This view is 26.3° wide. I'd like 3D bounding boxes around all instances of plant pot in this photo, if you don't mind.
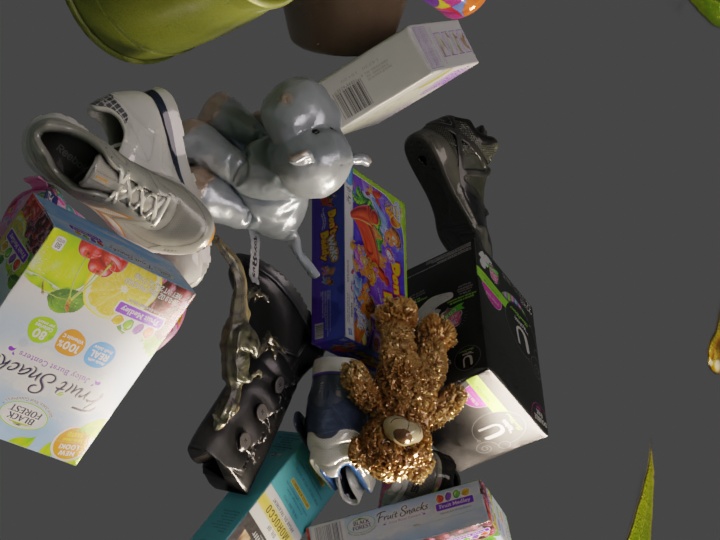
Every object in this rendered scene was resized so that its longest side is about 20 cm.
[{"bbox_3d":[-0.152,-0.304,1.465,0.199,0.192,0.203,-2,92,-48],"label":"plant pot"},{"bbox_3d":[-0.014,-0.328,1.645,0.199,0.199,0.176,-24,125,-45],"label":"plant pot"}]

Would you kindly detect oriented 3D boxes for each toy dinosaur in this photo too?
[{"bbox_3d":[-0.116,0.058,1.534,0.088,0.047,0.202,-24,117,-60],"label":"toy dinosaur"}]

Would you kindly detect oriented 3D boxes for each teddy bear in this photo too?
[{"bbox_3d":[0.049,0.120,1.610,0.145,0.067,0.201,45,52,-18],"label":"teddy bear"}]

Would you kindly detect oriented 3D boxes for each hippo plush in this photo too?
[{"bbox_3d":[-0.090,-0.104,1.529,0.158,0.160,0.202,-6,76,-35],"label":"hippo plush"}]

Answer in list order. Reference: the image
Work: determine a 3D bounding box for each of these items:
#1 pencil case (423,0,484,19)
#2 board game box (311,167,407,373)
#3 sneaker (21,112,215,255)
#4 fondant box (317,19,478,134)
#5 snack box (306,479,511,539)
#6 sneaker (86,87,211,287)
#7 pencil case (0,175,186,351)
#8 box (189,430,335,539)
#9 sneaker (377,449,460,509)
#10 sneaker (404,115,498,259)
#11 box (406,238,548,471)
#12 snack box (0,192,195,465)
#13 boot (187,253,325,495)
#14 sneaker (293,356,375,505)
[{"bbox_3d":[0.071,-0.372,1.798,0.199,0.088,0.089,31,68,-46],"label":"pencil case"},{"bbox_3d":[0.000,0.000,1.701,0.134,0.044,0.202,30,53,-53],"label":"board game box"},{"bbox_3d":[-0.223,-0.073,1.407,0.199,0.092,0.076,29,89,-10],"label":"sneaker"},{"bbox_3d":[0.034,-0.207,1.658,0.059,0.143,0.200,60,21,-1],"label":"fondant box"},{"bbox_3d":[0.056,0.295,1.680,0.142,0.198,0.053,55,21,-61],"label":"snack box"},{"bbox_3d":[-0.205,-0.076,1.489,0.080,0.076,0.202,-14,82,-40],"label":"sneaker"},{"bbox_3d":[-0.251,-0.002,1.440,0.200,0.087,0.088,44,60,-38],"label":"pencil case"},{"bbox_3d":[-0.108,0.268,1.630,0.200,0.049,0.083,-51,126,-35],"label":"box"},{"bbox_3d":[0.067,0.245,1.737,0.200,0.086,0.075,97,4,-70],"label":"sneaker"},{"bbox_3d":[0.134,-0.100,1.876,0.114,0.076,0.201,-37,112,-34],"label":"sneaker"},{"bbox_3d":[0.123,0.098,1.775,0.149,0.123,0.201,47,29,-37],"label":"box"},{"bbox_3d":[-0.270,0.057,1.361,0.168,0.068,0.201,27,104,-42],"label":"snack box"},{"bbox_3d":[-0.125,0.108,1.605,0.165,0.065,0.201,51,59,-34],"label":"boot"},{"bbox_3d":[-0.007,0.186,1.680,0.200,0.080,0.148,45,44,-65],"label":"sneaker"}]
